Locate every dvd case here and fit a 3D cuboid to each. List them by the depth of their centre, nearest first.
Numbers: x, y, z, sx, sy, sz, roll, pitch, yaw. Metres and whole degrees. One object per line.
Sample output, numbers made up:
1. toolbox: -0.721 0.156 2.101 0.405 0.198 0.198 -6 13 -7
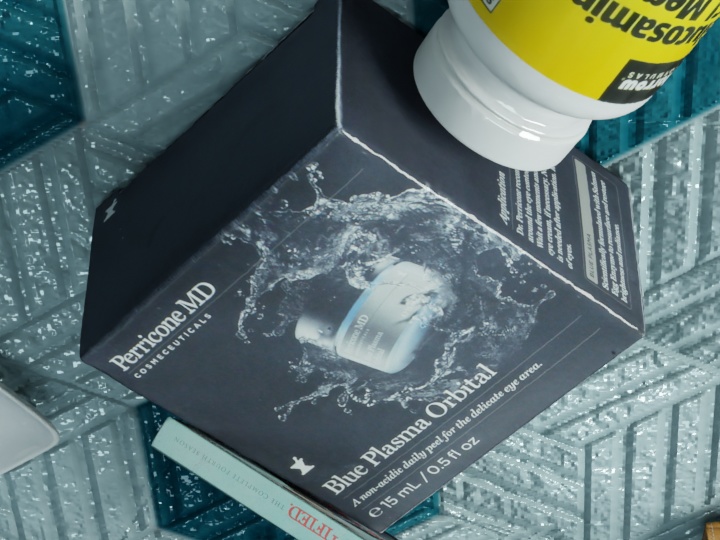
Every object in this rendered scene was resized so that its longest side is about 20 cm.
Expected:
1. dvd case: -0.015 0.134 1.200 0.146 0.022 0.200 30 178 21

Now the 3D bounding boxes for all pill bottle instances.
1. pill bottle: 0.109 -0.140 1.004 0.112 0.113 0.200 22 129 -20

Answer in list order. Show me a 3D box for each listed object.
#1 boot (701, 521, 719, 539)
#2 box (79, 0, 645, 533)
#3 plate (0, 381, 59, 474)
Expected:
1. boot: 0.274 0.219 1.364 0.155 0.077 0.200 -4 130 0
2. box: 0.000 0.000 1.132 0.200 0.118 0.197 33 125 -26
3. plate: -0.298 0.069 1.248 0.200 0.032 0.200 -29 128 23
